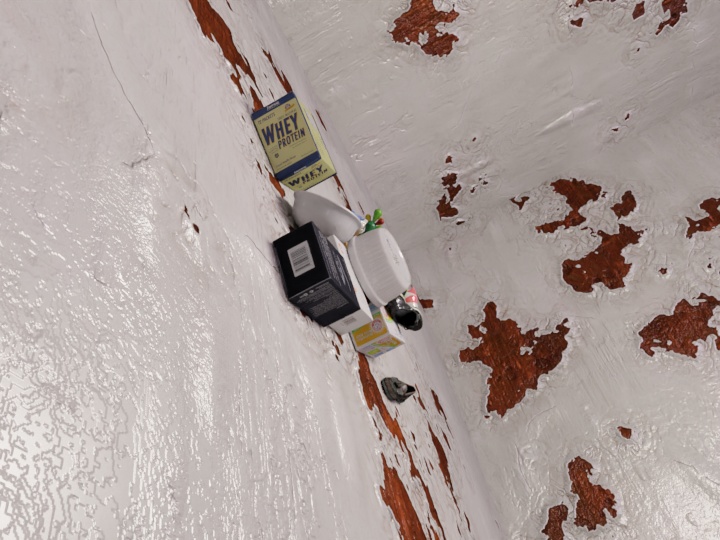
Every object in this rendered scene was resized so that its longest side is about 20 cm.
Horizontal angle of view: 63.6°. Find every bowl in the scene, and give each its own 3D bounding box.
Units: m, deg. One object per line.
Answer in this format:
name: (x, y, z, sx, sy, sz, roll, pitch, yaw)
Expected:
bowl: (-0.101, -0.119, 1.501, 0.197, 0.092, 0.201, 24, -9, 4)

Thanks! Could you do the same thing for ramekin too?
ramekin: (0.055, -0.015, 1.545, 0.202, 0.103, 0.202, 57, 17, -27)

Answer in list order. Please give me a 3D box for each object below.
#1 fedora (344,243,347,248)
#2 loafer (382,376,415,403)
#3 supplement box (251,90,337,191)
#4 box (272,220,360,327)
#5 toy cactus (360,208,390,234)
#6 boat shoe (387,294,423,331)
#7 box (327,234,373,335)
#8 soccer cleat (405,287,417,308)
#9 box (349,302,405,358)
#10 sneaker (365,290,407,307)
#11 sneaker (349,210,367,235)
fedora: (-0.064, -0.069, 1.725, 0.201, 0.080, 0.204, -90, 154, -71)
loafer: (0.118, 0.352, 1.750, 0.073, 0.062, 0.200, 68, 9, 24)
supplement box: (-0.181, -0.351, 1.624, 0.204, 0.132, 0.200, 66, 9, 8)
box: (-0.093, 0.014, 1.275, 0.200, 0.102, 0.151, 51, 16, -59)
toy cactus: (0.018, -0.091, 1.832, 0.102, 0.201, 0.165, 37, 25, -2)
boat shoe: (0.134, 0.136, 1.671, 0.200, 0.073, 0.067, 55, 13, -48)
box: (-0.057, 0.038, 1.445, 0.125, 0.096, 0.204, 48, 20, -60)
soccer cleat: (0.076, 0.093, 1.765, 0.069, 0.194, 0.075, 72, 15, -66)
box: (0.043, 0.169, 1.644, 0.103, 0.110, 0.200, 67, 10, 20)
sneaker: (0.053, 0.079, 1.667, 0.078, 0.198, 0.083, 61, 17, 11)
sneaker: (-0.054, -0.150, 1.815, 0.089, 0.079, 0.199, 44, -26, -16)
